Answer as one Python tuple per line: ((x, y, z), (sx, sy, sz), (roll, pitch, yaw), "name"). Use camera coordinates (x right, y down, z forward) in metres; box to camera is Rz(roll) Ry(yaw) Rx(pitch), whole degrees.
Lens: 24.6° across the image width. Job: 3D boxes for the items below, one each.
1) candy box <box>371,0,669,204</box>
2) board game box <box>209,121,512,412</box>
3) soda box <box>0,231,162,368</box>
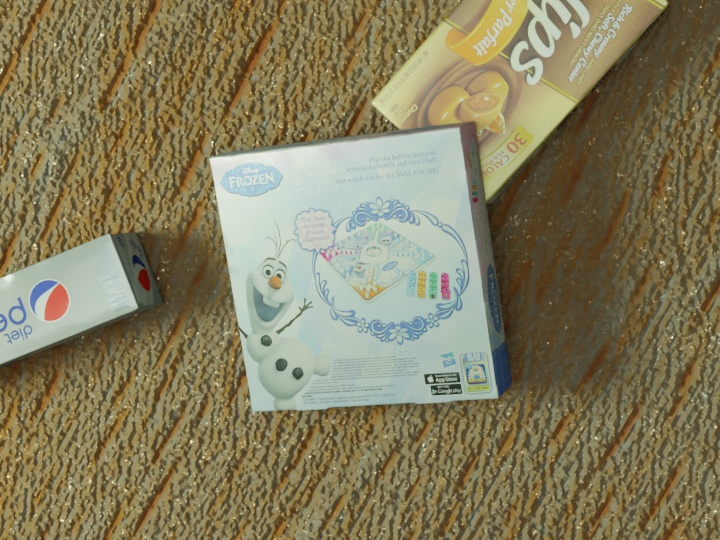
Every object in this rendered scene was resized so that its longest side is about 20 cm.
((0.118, -0.159, 1.217), (0.115, 0.055, 0.200), (43, 99, 4), "candy box")
((0.000, 0.000, 1.224), (0.200, 0.043, 0.199), (-5, 101, 22), "board game box")
((-0.261, 0.034, 1.285), (0.200, 0.068, 0.064), (-22, 89, 10), "soda box")
